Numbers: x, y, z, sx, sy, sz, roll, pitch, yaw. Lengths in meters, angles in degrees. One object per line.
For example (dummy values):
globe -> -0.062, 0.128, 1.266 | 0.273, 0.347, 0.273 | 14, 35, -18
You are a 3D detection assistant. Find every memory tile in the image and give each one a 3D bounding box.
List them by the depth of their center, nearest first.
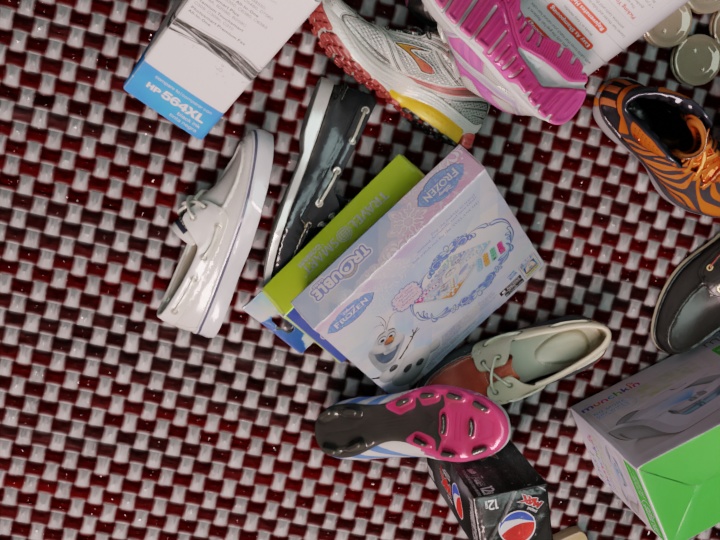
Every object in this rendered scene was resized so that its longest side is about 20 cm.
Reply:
memory tile -> 0.313, -0.289, 1.165 | 0.153, 0.017, 0.200 | -42, 106, 0

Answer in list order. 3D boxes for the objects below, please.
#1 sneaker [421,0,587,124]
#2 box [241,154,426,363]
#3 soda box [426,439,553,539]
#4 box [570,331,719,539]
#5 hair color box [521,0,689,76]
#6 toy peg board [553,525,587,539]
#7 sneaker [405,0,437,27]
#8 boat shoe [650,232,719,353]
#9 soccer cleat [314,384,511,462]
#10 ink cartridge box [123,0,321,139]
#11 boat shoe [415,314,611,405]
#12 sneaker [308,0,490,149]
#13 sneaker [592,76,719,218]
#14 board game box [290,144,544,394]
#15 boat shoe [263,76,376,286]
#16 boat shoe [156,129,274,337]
sneaker -> 0.103, -0.202, 1.055 | 0.081, 0.088, 0.200 | -46, 108, -21
box -> 0.000, 0.000, 1.128 | 0.200, 0.048, 0.122 | -44, 143, 1
soda box -> 0.115, 0.195, 1.142 | 0.071, 0.200, 0.063 | -10, 105, -8
box -> 0.335, 0.155, 1.186 | 0.200, 0.176, 0.097 | -26, 106, -3
hair color box -> 0.214, -0.249, 1.079 | 0.101, 0.061, 0.200 | 42, 129, -17
toy peg board -> 0.180, 0.403, 1.255 | 0.200, 0.098, 0.199 | -22, 105, -4
sneaker -> 0.127, -0.296, 1.101 | 0.086, 0.080, 0.200 | 35, 100, -26
boat shoe -> 0.371, 0.006, 1.220 | 0.074, 0.063, 0.201 | 42, 94, -19
soccer cleat -> 0.054, 0.141, 1.143 | 0.200, 0.086, 0.070 | -5, 87, 28
ink cartridge box -> -0.093, -0.222, 0.989 | 0.084, 0.146, 0.200 | 35, 139, -16
boat shoe -> 0.148, 0.094, 1.189 | 0.200, 0.063, 0.071 | -18, 86, -7
sneaker -> 0.037, -0.194, 1.112 | 0.200, 0.078, 0.082 | 33, 91, -25
sneaker -> 0.311, -0.106, 1.156 | 0.200, 0.112, 0.078 | 32, 95, -15
board game box -> 0.059, 0.009, 1.113 | 0.200, 0.043, 0.199 | -43, 148, 0
boat shoe -> -0.039, -0.074, 1.119 | 0.060, 0.076, 0.200 | 17, 100, -8
boat shoe -> -0.136, -0.038, 1.114 | 0.070, 0.071, 0.200 | 17, 106, -16
